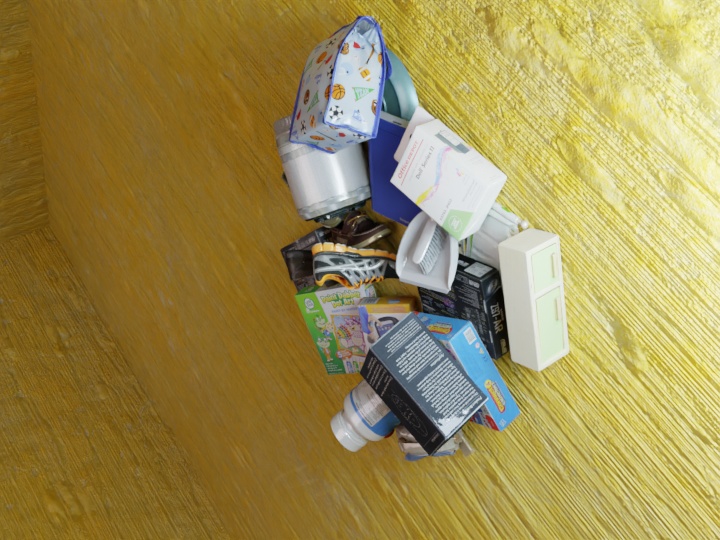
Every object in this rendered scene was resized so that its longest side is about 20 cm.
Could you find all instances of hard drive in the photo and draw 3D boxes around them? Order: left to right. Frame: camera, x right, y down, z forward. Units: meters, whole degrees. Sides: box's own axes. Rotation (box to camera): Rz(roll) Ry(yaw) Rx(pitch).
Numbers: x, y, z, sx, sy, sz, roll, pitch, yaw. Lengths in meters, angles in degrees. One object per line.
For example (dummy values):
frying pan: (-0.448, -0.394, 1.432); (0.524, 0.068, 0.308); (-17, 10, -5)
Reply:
hard drive: (0.069, -0.174, 1.602); (0.130, 0.025, 0.203); (27, 138, 33)

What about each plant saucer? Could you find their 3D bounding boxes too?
plant saucer: (0.034, -0.298, 1.612); (0.199, 0.027, 0.204); (39, 141, 40)

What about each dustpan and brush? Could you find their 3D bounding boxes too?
dustpan and brush: (0.124, -0.076, 1.541); (0.138, 0.057, 0.204); (14, 81, 50)

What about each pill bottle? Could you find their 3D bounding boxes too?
pill bottle: (0.037, 0.259, 1.756); (0.200, 0.112, 0.113); (-44, 69, 19)

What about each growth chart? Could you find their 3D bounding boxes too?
growth chart: (0.210, -0.038, 1.513); (0.145, 0.017, 0.203); (44, 144, 35)

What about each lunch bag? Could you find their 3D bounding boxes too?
lunch bag: (-0.032, -0.318, 1.548); (0.169, 0.121, 0.205); (-8, 72, 61)

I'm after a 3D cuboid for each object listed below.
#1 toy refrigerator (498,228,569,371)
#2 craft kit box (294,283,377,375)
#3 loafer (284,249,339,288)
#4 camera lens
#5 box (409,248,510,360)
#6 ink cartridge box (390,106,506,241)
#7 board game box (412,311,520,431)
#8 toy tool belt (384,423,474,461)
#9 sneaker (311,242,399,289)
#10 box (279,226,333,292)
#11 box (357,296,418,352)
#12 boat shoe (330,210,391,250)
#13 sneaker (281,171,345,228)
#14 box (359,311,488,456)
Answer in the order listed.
toy refrigerator: (0.274, 0.046, 1.410); (0.069, 0.075, 0.205); (19, 126, 52)
craft kit box: (-0.026, 0.121, 1.911); (0.197, 0.048, 0.201); (-10, 106, 41)
loafer: (-0.056, 0.000, 1.821); (0.073, 0.195, 0.073); (31, -117, -88)
camera lens: (-0.067, -0.203, 1.705); (0.159, 0.158, 0.204); (-8, 102, 59)
box: (0.174, 0.049, 1.584); (0.199, 0.043, 0.163); (25, 138, 52)
ink cartridge box: (0.126, -0.160, 1.461); (0.199, 0.067, 0.118); (42, 129, 20)
board game box: (0.171, 0.178, 1.624); (0.202, 0.056, 0.195); (59, 159, -17)
toy tool belt: (0.123, 0.335, 1.805); (0.197, 0.126, 0.124); (-16, 118, 39)
sneaker: (0.000, 0.000, 1.730); (0.078, 0.195, 0.079); (104, 172, -75)
box: (-0.093, -0.003, 2.005); (0.199, 0.048, 0.161); (-23, 91, 60)
box: (0.069, 0.152, 1.808); (0.117, 0.041, 0.205); (-2, 110, 28)
boat shoe: (-0.008, -0.082, 1.791); (0.199, 0.071, 0.073); (-4, 109, 66)
sneaker: (-0.101, -0.151, 1.846); (0.199, 0.088, 0.078); (35, 97, 45)
box: (0.106, 0.199, 1.567); (0.201, 0.106, 0.149); (49, 160, 12)
